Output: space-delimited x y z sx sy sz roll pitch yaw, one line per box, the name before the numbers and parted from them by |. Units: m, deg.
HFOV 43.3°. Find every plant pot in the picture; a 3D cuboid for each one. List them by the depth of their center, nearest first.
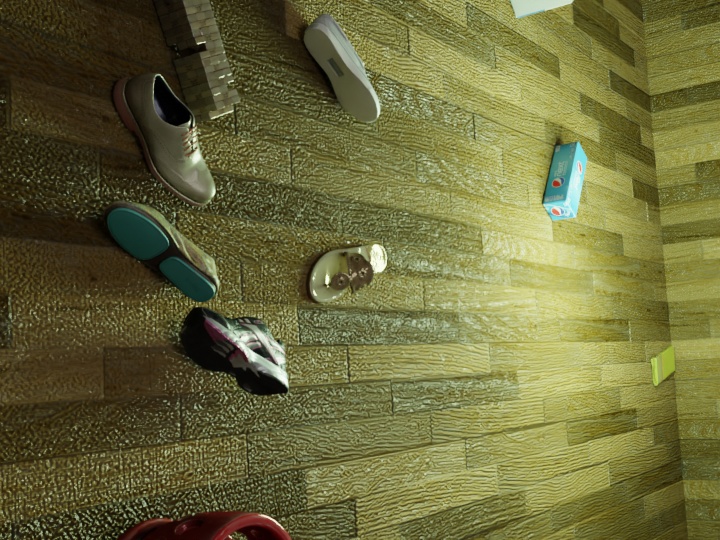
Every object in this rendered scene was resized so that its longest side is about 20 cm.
plant pot | -0.192 0.381 1.055 0.200 0.182 0.201 13 73 -52

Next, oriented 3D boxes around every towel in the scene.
towel | 0.940 0.293 2.810 0.200 0.018 0.086 -13 100 -55

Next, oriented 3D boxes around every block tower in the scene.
block tower | -0.228 -0.311 1.254 0.058 0.054 0.200 -36 113 -52

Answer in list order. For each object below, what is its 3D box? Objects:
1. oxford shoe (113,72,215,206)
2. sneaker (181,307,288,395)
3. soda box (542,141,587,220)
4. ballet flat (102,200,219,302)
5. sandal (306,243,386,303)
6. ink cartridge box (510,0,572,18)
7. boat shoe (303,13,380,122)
oxford shoe | -0.243 -0.168 1.189 0.200 0.074 0.071 57 43 -31
sneaker | -0.171 0.097 1.246 0.200 0.080 0.087 50 34 -48
soda box | 0.512 -0.224 2.262 0.068 0.064 0.200 49 47 -38
ballet flat | -0.254 -0.035 1.168 0.200 0.071 0.071 47 48 -38
sandal | -0.001 -0.006 1.501 0.212 0.070 0.078 -26 105 -53
ink cartridge box | 0.452 -0.732 2.199 0.200 0.147 0.145 -52 125 -45
boat shoe | -0.024 -0.345 1.541 0.200 0.072 0.069 49 47 -26
